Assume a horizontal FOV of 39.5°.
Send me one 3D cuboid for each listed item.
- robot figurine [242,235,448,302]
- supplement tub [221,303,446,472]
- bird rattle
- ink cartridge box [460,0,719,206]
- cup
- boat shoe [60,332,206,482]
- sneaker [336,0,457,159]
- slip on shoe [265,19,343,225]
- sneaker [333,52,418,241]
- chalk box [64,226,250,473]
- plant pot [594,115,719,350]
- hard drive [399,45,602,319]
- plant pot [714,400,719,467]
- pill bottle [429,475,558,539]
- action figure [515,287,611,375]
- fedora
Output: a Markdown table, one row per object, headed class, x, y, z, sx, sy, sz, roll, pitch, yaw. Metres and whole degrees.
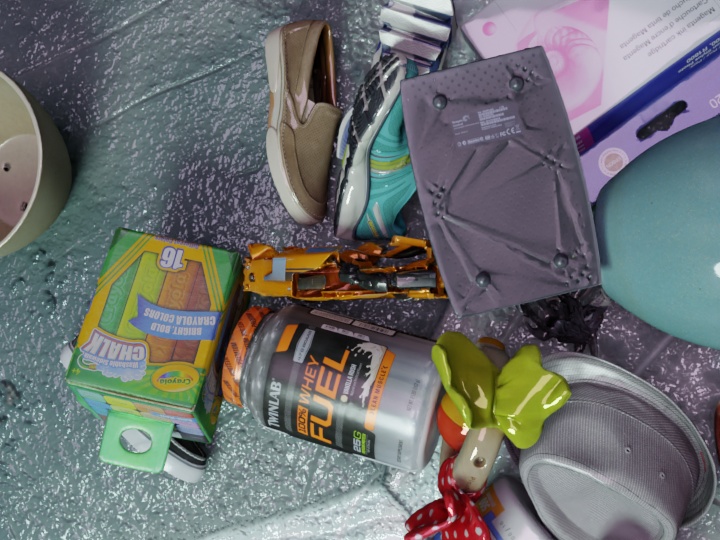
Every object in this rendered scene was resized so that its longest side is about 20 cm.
| class | x | y | z | sx | sy | sz | roll | pitch | yaw |
| --- | --- | --- | --- | --- | --- | --- | --- | --- | --- |
| robot figurine | 0.000 | 0.000 | 0.928 | 0.199 | 0.145 | 0.059 | -2 | 89 | 22 |
| supplement tub | -0.020 | 0.103 | 0.934 | 0.199 | 0.122 | 0.123 | 14 | 90 | 14 |
| bird rattle | 0.101 | 0.143 | 0.848 | 0.112 | 0.163 | 0.201 | 10 | 111 | 2 |
| ink cartridge box | 0.222 | -0.194 | 0.881 | 0.196 | 0.043 | 0.200 | -37 | 79 | 9 |
| cup | -0.376 | -0.099 | 1.020 | 0.199 | 0.143 | 0.202 | -1 | 87 | 13 |
| boat shoe | -0.222 | 0.129 | 1.010 | 0.200 | 0.069 | 0.057 | 42 | 96 | 14 |
| sneaker | 0.049 | -0.195 | 0.957 | 0.080 | 0.115 | 0.200 | 23 | 123 | 4 |
| slip on shoe | -0.048 | -0.146 | 0.978 | 0.060 | 0.076 | 0.201 | -10 | 77 | 29 |
| sneaker | 0.026 | -0.109 | 0.917 | 0.079 | 0.201 | 0.078 | 6 | 43 | -8 |
| chalk box | -0.189 | 0.083 | 0.934 | 0.124 | 0.124 | 0.201 | 11 | 67 | 3 |
| plant pot | 0.272 | -0.029 | 0.841 | 0.134 | 0.200 | 0.202 | -3 | 86 | 24 |
| hard drive | 0.113 | -0.071 | 0.825 | 0.134 | 0.042 | 0.201 | -14 | 86 | 2 |
| plant pot | 0.414 | 0.175 | 0.799 | 0.194 | 0.201 | 0.202 | -16 | 84 | 4 |
| pill bottle | 0.094 | 0.290 | 0.902 | 0.200 | 0.112 | 0.112 | -44 | 79 | 8 |
| action figure | 0.169 | -0.005 | 0.900 | 0.102 | 0.119 | 0.200 | -42 | 73 | 13 |
| fedora | 0.200 | 0.175 | 0.853 | 0.200 | 0.090 | 0.177 | 41 | 131 | -4 |
